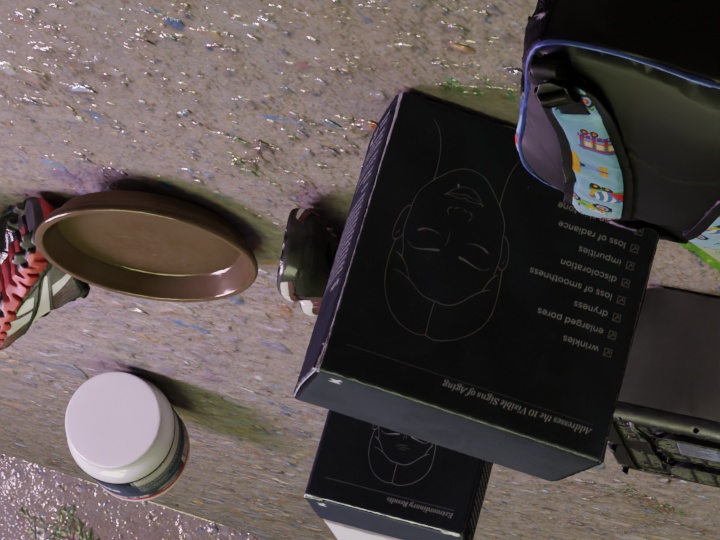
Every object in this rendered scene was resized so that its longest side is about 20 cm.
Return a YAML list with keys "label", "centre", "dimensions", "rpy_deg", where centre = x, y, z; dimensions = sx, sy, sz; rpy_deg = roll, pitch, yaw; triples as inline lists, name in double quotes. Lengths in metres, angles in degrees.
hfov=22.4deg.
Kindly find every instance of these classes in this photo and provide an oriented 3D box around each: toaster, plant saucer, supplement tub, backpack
- label: "toaster"
  centre: [0.295, 0.107, 1.451]
  dimensions: [0.199, 0.119, 0.181]
  rpy_deg: [11, 164, 21]
- label: "plant saucer"
  centre: [-0.188, -0.022, 1.612]
  dimensions: [0.199, 0.030, 0.200]
  rpy_deg: [6, 157, 2]
- label: "supplement tub"
  centre: [-0.303, 0.215, 2.358]
  dimensions: [0.140, 0.141, 0.200]
  rpy_deg: [14, 164, 8]
- label: "backpack"
  centre: [0.168, -0.092, 0.895]
  dimensions: [0.182, 0.135, 0.200]
  rpy_deg: [15, 163, 6]

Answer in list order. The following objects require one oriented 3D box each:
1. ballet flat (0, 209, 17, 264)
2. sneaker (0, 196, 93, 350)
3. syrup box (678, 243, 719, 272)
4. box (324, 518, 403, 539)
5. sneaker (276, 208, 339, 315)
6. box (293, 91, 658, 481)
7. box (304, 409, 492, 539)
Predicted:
- label: "ballet flat"
  centre: [-0.336, 0.000, 1.813]
  dimensions: [0.068, 0.069, 0.200]
  rpy_deg: [17, 164, -2]
- label: "sneaker"
  centre: [-0.304, 0.013, 1.724]
  dimensions: [0.097, 0.071, 0.201]
  rpy_deg: [7, 137, -29]
- label: "syrup box"
  centre: [0.283, -0.020, 1.117]
  dimensions: [0.200, 0.082, 0.079]
  rpy_deg: [31, 160, -36]
- label: "box"
  centre: [0.045, 0.174, 1.774]
  dimensions: [0.097, 0.201, 0.124]
  rpy_deg: [13, 163, 12]
- label: "sneaker"
  centre: [0.000, 0.000, 1.500]
  dimensions: [0.115, 0.076, 0.200]
  rpy_deg: [9, 173, 9]
- label: "box"
  centre: [0.081, 0.015, 1.223]
  dimensions: [0.199, 0.198, 0.124]
  rpy_deg: [19, 164, -5]
- label: "box"
  centre: [0.051, 0.140, 1.655]
  dimensions: [0.148, 0.201, 0.107]
  rpy_deg: [14, 163, 11]
